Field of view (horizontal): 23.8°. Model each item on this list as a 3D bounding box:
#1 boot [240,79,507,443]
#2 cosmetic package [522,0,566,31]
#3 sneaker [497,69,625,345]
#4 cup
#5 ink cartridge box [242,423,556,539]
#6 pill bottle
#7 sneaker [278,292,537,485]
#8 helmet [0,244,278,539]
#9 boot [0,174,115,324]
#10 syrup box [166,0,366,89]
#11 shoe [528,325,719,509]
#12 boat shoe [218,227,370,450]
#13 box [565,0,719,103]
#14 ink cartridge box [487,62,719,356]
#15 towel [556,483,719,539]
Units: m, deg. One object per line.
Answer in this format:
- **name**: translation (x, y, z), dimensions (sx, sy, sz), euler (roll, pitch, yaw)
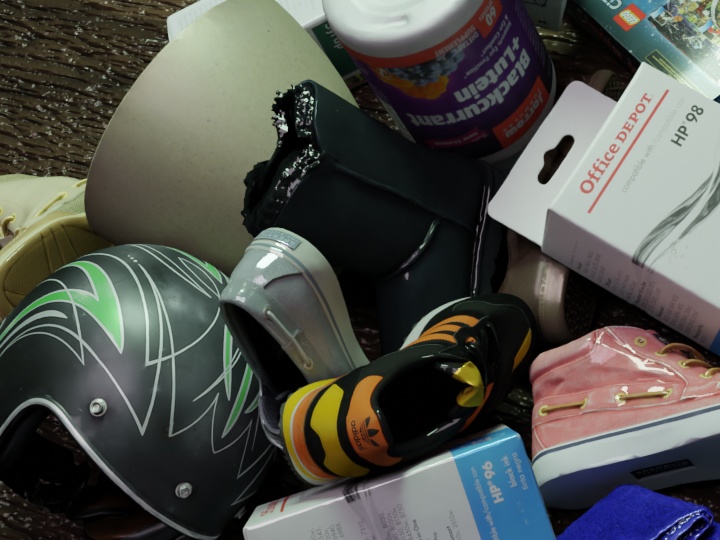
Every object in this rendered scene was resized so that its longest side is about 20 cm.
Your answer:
- **boot**: translation (0.000, 0.000, 1.044), dimensions (0.076, 0.168, 0.201), euler (-9, 66, 57)
- **cosmetic package**: translation (0.066, -0.233, 1.101), dimensions (0.150, 0.200, 0.052), euler (11, 73, 7)
- **sneaker**: translation (0.121, -0.045, 1.101), dimensions (0.075, 0.070, 0.201), euler (-2, 56, 32)
- **cup**: translation (-0.066, -0.062, 1.148), dimensions (0.143, 0.200, 0.200), euler (38, 79, 16)
- **ink cartridge box**: translation (0.002, 0.151, 0.962), dimensions (0.199, 0.116, 0.068), euler (-19, 87, -1)
- **pill bottle**: translation (0.062, -0.135, 1.104), dimensions (0.111, 0.200, 0.112), euler (-12, 57, 20)
- **sneaker**: translation (0.051, 0.064, 0.962), dimensions (0.200, 0.070, 0.090), euler (-25, 8, -40)
- **helmet**: translation (-0.139, 0.080, 1.066), dimensions (0.190, 0.200, 0.201), euler (-24, 48, 31)
- **boot**: translation (-0.244, -0.019, 1.227), dimensions (0.155, 0.073, 0.200), euler (3, 29, 30)
- **syrup box**: translation (-0.036, -0.181, 1.268), dimensions (0.199, 0.079, 0.082), euler (-24, 50, 9)
- **shoe**: translation (0.190, 0.071, 0.983), dimensions (0.199, 0.071, 0.091), euler (-15, 55, 21)
- **boat shoe**: translation (-0.034, 0.069, 1.002), dimensions (0.070, 0.201, 0.072), euler (14, 50, 38)
- **box**: translation (0.229, -0.191, 1.168), dimensions (0.136, 0.038, 0.200), euler (-37, 49, 0)
- **ink cartridge box**: translation (0.187, -0.039, 1.015), dimensions (0.199, 0.067, 0.116), euler (31, 74, 12)
- **towel**: translation (0.097, 0.184, 0.891), dimensions (0.200, 0.050, 0.148), euler (-37, 13, -12)
